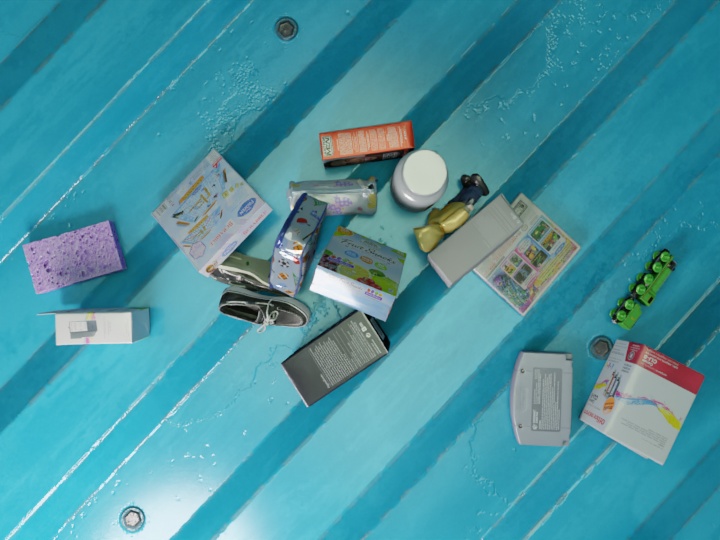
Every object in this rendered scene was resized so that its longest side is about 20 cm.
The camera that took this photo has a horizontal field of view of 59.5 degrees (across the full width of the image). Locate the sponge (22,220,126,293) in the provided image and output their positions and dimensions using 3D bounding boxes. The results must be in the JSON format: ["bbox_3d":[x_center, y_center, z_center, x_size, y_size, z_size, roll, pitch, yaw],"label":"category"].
[{"bbox_3d":[-0.624,-0.029,1.377,0.197,0.030,0.113,-16,89,0],"label":"sponge"}]

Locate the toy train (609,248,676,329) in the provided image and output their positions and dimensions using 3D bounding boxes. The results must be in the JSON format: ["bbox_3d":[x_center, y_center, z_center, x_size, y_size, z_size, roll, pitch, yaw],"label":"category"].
[{"bbox_3d":[0.624,0.043,1.382,0.056,0.042,0.201,38,89,-9],"label":"toy train"}]

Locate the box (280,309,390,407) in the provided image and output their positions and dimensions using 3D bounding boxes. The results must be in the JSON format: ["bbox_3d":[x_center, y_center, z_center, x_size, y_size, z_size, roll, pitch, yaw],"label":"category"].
[{"bbox_3d":[-0.047,0.172,1.311,0.199,0.148,0.108,-35,89,4],"label":"box"}]

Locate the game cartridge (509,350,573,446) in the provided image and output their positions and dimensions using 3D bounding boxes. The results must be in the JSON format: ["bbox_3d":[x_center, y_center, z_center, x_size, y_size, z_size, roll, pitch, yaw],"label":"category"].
[{"bbox_3d":[0.394,0.279,1.377,0.131,0.040,0.204,3,89,-4],"label":"game cartridge"}]

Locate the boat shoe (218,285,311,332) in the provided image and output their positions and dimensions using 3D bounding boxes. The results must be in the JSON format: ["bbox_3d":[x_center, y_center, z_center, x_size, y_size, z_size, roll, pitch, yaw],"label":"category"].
[{"bbox_3d":[-0.203,0.090,1.340,0.197,0.068,0.074,20,122,-11],"label":"boat shoe"}]

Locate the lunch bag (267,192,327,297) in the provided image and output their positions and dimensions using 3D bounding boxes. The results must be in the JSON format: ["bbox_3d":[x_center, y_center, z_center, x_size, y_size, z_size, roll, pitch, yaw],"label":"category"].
[{"bbox_3d":[-0.128,-0.052,1.296,0.075,0.201,0.162,21,51,-1],"label":"lunch bag"}]

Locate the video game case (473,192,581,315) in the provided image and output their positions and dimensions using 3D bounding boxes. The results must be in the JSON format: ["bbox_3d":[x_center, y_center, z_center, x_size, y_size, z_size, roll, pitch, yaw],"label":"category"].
[{"bbox_3d":[0.356,-0.036,1.389,0.182,0.024,0.201,41,88,0],"label":"video game case"}]

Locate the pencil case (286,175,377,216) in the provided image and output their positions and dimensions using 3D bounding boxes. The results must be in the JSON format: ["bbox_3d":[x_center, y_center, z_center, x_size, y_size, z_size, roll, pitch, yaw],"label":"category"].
[{"bbox_3d":[-0.058,-0.157,1.354,0.196,0.091,0.085,-4,89,0],"label":"pencil case"}]

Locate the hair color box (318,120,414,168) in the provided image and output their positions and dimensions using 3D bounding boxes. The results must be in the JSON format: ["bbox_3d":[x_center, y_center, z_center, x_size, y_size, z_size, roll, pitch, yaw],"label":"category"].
[{"bbox_3d":[0.013,-0.269,1.352,0.196,0.102,0.062,-7,89,0],"label":"hair color box"}]

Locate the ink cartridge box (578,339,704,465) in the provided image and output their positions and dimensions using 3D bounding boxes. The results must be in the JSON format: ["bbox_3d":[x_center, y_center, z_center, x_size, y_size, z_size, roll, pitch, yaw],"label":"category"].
[{"bbox_3d":[0.584,0.271,1.323,0.143,0.145,0.202,26,88,0],"label":"ink cartridge box"}]

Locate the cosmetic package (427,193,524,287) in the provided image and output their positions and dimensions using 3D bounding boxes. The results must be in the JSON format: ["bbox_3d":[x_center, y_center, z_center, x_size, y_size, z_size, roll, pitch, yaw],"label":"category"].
[{"bbox_3d":[0.238,-0.058,1.326,0.199,0.107,0.091,-36,83,-1],"label":"cosmetic package"}]

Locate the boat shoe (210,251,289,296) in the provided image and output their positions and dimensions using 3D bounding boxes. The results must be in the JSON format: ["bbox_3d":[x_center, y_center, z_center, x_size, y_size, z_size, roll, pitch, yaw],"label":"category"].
[{"bbox_3d":[-0.234,0.015,1.372,0.197,0.072,0.068,19,127,-7],"label":"boat shoe"}]

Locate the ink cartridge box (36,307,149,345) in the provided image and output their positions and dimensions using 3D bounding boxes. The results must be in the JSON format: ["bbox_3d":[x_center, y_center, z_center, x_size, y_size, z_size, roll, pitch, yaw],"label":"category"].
[{"bbox_3d":[-0.561,0.117,1.330,0.196,0.117,0.069,-1,91,0],"label":"ink cartridge box"}]

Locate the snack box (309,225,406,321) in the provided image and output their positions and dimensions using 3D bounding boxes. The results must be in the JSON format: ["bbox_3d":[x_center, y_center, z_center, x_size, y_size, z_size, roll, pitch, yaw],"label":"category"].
[{"bbox_3d":[0.000,0.000,1.296,0.166,0.201,0.068,22,117,-1],"label":"snack box"}]

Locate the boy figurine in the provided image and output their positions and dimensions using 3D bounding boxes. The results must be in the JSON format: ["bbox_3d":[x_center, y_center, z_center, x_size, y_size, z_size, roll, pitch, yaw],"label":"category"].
[{"bbox_3d":[0.183,-0.120,1.339,0.200,0.124,0.065,-43,114,-17],"label":"boy figurine"}]

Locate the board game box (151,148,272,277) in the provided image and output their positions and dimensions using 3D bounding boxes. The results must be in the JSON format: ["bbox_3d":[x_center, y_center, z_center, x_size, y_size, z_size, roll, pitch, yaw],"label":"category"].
[{"bbox_3d":[-0.317,-0.125,1.338,0.200,0.041,0.200,-45,65,0],"label":"board game box"}]

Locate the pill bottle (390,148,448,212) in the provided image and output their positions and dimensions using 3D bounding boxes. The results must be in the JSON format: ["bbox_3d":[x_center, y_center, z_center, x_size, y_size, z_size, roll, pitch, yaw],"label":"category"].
[{"bbox_3d":[0.123,-0.187,1.301,0.112,0.200,0.117,0,89,-1],"label":"pill bottle"}]
